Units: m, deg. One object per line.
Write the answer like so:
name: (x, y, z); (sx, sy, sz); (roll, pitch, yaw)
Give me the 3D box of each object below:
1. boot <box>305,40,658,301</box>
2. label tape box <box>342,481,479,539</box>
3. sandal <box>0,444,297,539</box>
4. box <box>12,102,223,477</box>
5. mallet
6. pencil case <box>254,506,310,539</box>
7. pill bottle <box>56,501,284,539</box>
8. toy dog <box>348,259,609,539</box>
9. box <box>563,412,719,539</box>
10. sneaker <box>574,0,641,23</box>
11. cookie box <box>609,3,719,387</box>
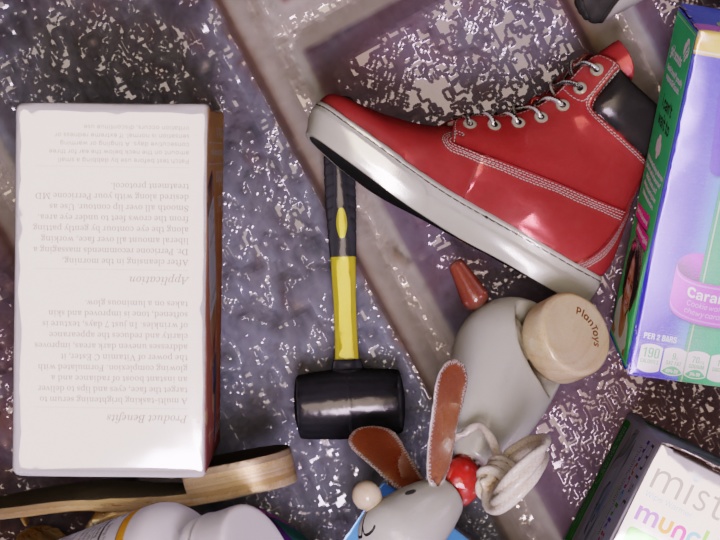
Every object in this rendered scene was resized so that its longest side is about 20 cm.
boot: (0.078, -0.087, 1.449); (0.199, 0.072, 0.145); (27, 92, -16)
label tape box: (0.057, 0.234, 1.437); (0.200, 0.063, 0.145); (34, 92, -26)
sandal: (-0.133, 0.153, 1.448); (0.211, 0.078, 0.070); (-12, 92, 17)
box: (-0.133, 0.007, 1.421); (0.106, 0.152, 0.201); (1, 93, -1)
mallet: (0.000, 0.000, 1.480); (0.065, 0.041, 0.201); (5, 89, 0)
pencil case: (-0.096, 0.232, 1.462); (0.200, 0.085, 0.092); (-49, 59, 1)
pill bottle: (-0.136, 0.194, 1.381); (0.199, 0.109, 0.110); (-22, 92, 24)
toy dog: (0.052, 0.068, 1.404); (0.096, 0.200, 0.132); (45, 125, -6)
box: (0.226, 0.168, 1.414); (0.199, 0.176, 0.097); (27, 92, -1)
sneaker: (0.215, -0.192, 1.448); (0.199, 0.074, 0.080); (-32, 94, 2)
cookie box: (0.243, -0.035, 1.425); (0.170, 0.075, 0.201); (8, 106, -7)
